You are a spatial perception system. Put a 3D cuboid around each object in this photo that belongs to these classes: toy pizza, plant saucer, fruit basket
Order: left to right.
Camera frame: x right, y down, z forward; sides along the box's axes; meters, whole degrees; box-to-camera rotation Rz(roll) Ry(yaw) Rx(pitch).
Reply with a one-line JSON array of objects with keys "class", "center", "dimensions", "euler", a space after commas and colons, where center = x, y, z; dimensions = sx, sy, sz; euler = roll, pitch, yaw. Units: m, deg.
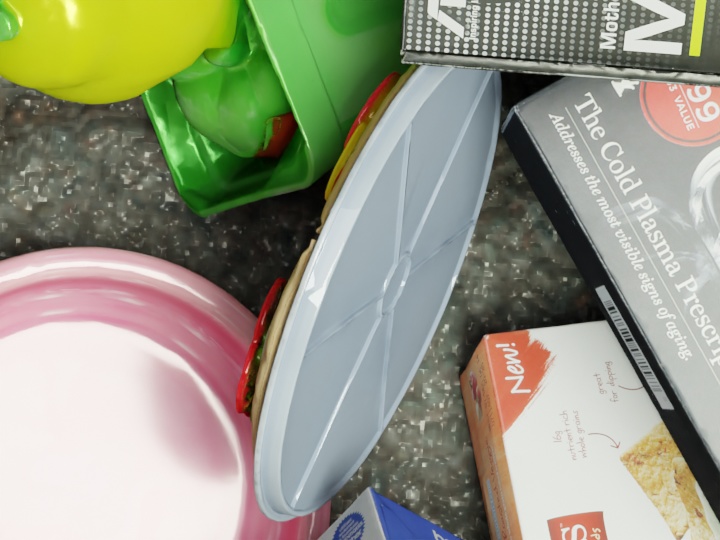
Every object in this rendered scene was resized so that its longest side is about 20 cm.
[{"class": "plant saucer", "center": [-0.114, 0.091, 1.148], "dimensions": [0.200, 0.051, 0.201], "euler": [0, 90, -13]}, {"class": "fruit basket", "center": [-0.082, -0.116, 1.099], "dimensions": [0.215, 0.155, 0.217], "euler": [3, 83, -26]}, {"class": "toy pizza", "center": [0.000, 0.000, 1.087], "dimensions": [0.032, 0.200, 0.201], "euler": [23, 85, 14]}]

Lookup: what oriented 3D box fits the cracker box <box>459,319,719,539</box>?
[{"class": "cracker box", "center": [0.151, 0.086, 1.180], "dimensions": [0.199, 0.058, 0.134], "euler": [-7, 71, -11]}]

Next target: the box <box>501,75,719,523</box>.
[{"class": "box", "center": [0.181, -0.018, 1.094], "dimensions": [0.182, 0.104, 0.200], "euler": [-30, 88, -2]}]

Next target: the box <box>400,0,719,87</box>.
[{"class": "box", "center": [0.114, -0.162, 0.984], "dimensions": [0.192, 0.048, 0.201], "euler": [4, 117, 0]}]

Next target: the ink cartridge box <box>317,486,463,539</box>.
[{"class": "ink cartridge box", "center": [-0.023, 0.181, 1.114], "dimensions": [0.094, 0.044, 0.200], "euler": [31, 112, -31]}]
